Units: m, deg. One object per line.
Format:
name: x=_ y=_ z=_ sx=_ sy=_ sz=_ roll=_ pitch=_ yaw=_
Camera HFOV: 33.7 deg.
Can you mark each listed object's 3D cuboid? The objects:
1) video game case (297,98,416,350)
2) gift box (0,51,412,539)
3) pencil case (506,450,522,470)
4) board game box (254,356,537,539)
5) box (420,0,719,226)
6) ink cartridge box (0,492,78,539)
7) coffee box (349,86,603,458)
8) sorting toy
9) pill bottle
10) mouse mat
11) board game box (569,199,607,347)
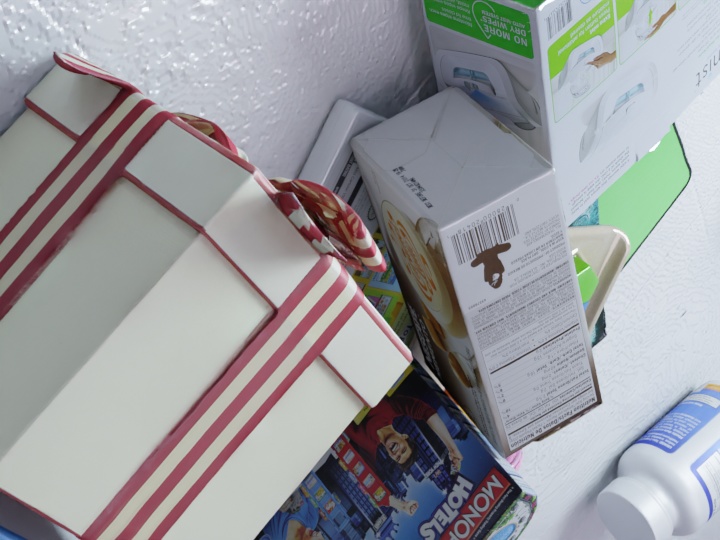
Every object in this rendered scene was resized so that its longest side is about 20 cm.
video game case: x=0.000 y=0.000 z=0.797 sx=0.182 sy=0.023 sz=0.201 roll=14 pitch=106 yaw=-52
gift box: x=-0.100 y=0.015 z=0.551 sx=0.187 sy=0.184 sz=0.200 roll=-49 pitch=143 yaw=-10
pencil case: x=0.084 y=0.220 z=1.017 sx=0.086 sy=0.083 sz=0.201 roll=-12 pitch=128 yaw=-26
board game box: x=0.033 y=0.190 z=0.809 sx=0.062 sy=0.200 sz=0.200 roll=17 pitch=115 yaw=-52
box: x=0.146 y=-0.158 z=0.755 sx=0.200 sy=0.096 sz=0.177 roll=-44 pitch=142 yaw=-23
ink cartridge box: x=-0.223 y=0.205 z=0.610 sx=0.144 sy=0.085 sz=0.200 roll=40 pitch=89 yaw=-34
coffee box: x=0.075 y=0.004 z=0.738 sx=0.079 sy=0.114 sz=0.201 roll=-28 pitch=132 yaw=-9
sorting toy: x=0.118 y=0.053 z=0.910 sx=0.199 sy=0.036 sz=0.186 roll=-2 pitch=122 yaw=-45
pill bottle: x=0.353 y=0.217 z=1.296 sx=0.200 sy=0.112 sz=0.112 roll=-34 pitch=139 yaw=-25
mouse mat: x=0.215 y=-0.067 z=1.001 sx=0.161 sy=0.008 sz=0.200 roll=-51 pitch=145 yaw=-5
board game box: x=0.143 y=0.027 z=0.968 sx=0.135 sy=0.028 sz=0.201 roll=-37 pitch=141 yaw=-18
